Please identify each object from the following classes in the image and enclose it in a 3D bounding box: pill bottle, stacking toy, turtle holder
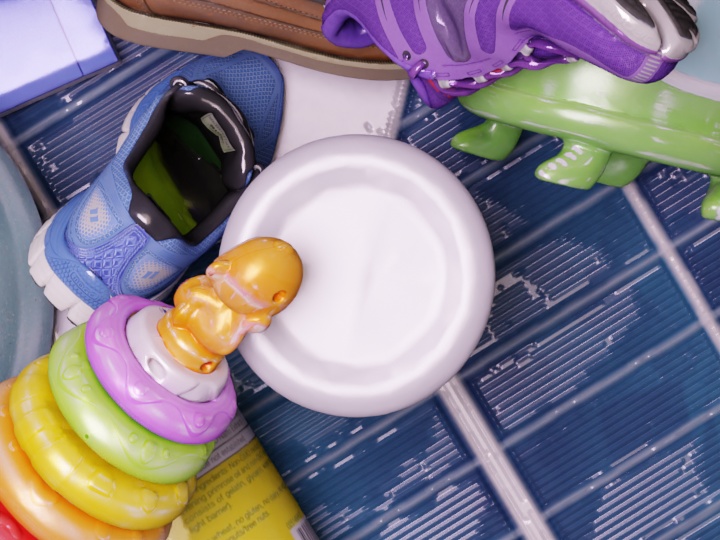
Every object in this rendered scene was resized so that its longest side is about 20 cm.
[{"bbox_3d":[-0.101,0.102,0.946,0.114,0.114,0.201,-32,90,0],"label":"pill bottle"},{"bbox_3d":[-0.091,0.054,0.794,0.200,0.116,0.110,-47,50,25],"label":"stacking toy"},{"bbox_3d":[0.141,-0.098,0.926,0.184,0.141,0.133,13,96,-4],"label":"turtle holder"},{"bbox_3d":[0.000,0.000,0.902,0.115,0.200,0.117,0,91,1],"label":"pill bottle"}]

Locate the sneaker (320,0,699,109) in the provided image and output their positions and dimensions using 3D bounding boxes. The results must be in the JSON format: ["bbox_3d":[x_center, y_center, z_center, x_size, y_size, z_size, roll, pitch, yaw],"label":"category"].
[{"bbox_3d":[0.059,-0.103,0.846,0.080,0.199,0.084,10,99,-42],"label":"sneaker"}]

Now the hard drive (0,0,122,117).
[{"bbox_3d":[-0.235,-0.123,0.987,0.199,0.025,0.133,-24,91,0],"label":"hard drive"}]

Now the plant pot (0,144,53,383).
[{"bbox_3d":[-0.252,0.016,0.874,0.199,0.134,0.202,-1,88,29],"label":"plant pot"}]

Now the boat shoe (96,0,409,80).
[{"bbox_3d":[-0.022,-0.138,0.938,0.199,0.072,0.068,0,128,-19],"label":"boat shoe"}]

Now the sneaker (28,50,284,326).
[{"bbox_3d":[-0.071,-0.049,0.913,0.079,0.200,0.089,44,126,-12],"label":"sneaker"}]
